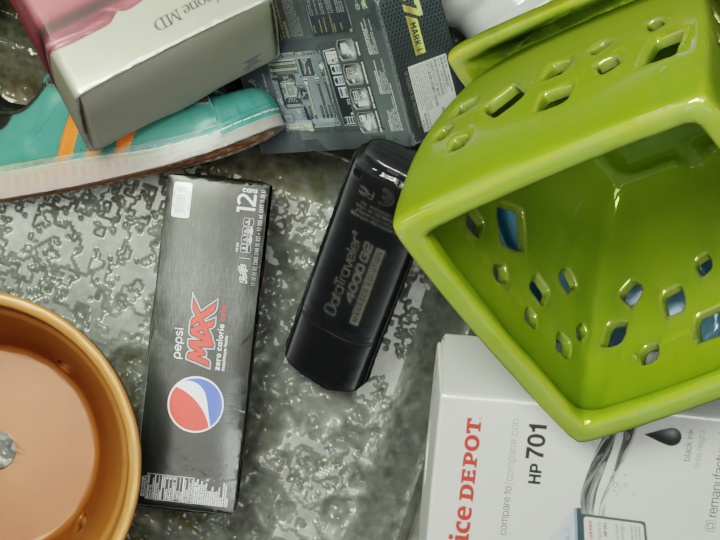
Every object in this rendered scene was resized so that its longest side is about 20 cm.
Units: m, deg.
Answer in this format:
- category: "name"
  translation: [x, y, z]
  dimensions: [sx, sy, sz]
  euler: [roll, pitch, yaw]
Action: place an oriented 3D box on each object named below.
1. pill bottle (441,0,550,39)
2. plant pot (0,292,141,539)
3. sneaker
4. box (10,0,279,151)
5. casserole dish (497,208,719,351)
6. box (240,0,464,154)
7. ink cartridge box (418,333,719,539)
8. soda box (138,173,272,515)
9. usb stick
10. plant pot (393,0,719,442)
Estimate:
- category: "pill bottle"
  translation: [0.058, -0.217, 1.692]
  dimensions: [0.116, 0.116, 0.200]
  euler: [-35, 91, 0]
- category: "plant pot"
  translation: [-0.223, 0.111, 1.683]
  dimensions: [0.200, 0.140, 0.200]
  euler: [0, 90, 0]
- category: "sneaker"
  translation: [-0.145, -0.094, 1.700]
  dimensions: [0.200, 0.071, 0.080]
  euler: [-10, 90, 16]
- category: "box"
  translation: [-0.147, -0.192, 1.630]
  dimensions: [0.128, 0.109, 0.200]
  euler: [-28, 77, -7]
- category: "casserole dish"
  translation: [0.155, -0.008, 1.731]
  dimensions: [0.121, 0.039, 0.200]
  euler: [-28, 89, 1]
- category: "box"
  translation: [-0.023, -0.169, 1.658]
  dimensions: [0.051, 0.158, 0.200]
  euler: [-22, 102, -35]
- category: "ink cartridge box"
  translation: [0.139, 0.125, 1.687]
  dimensions: [0.200, 0.086, 0.147]
  euler: [4, 115, -1]
- category: "soda box"
  translation: [-0.094, 0.043, 1.715]
  dimensions: [0.063, 0.071, 0.200]
  euler: [7, 91, -1]
- category: "usb stick"
  translation: [0.000, 0.000, 1.671]
  dimensions: [0.055, 0.200, 0.033]
  euler: [27, 48, 6]
- category: "plant pot"
  translation: [0.157, -0.053, 1.570]
  dimensions: [0.199, 0.182, 0.200]
  euler: [-22, 126, 27]
